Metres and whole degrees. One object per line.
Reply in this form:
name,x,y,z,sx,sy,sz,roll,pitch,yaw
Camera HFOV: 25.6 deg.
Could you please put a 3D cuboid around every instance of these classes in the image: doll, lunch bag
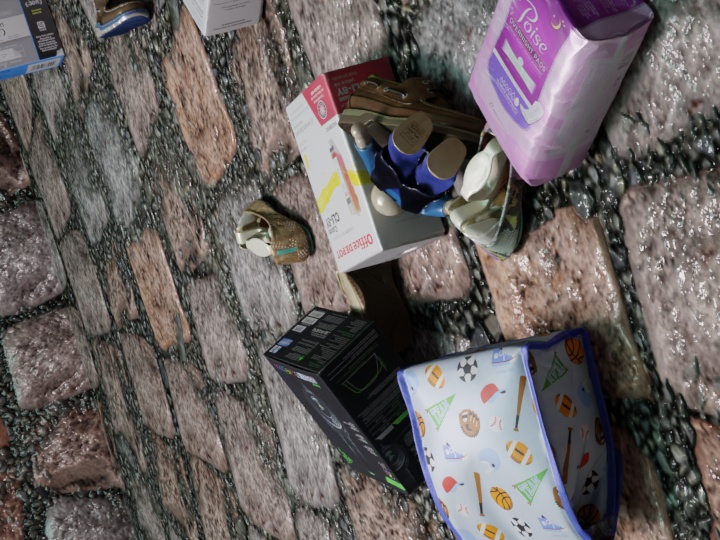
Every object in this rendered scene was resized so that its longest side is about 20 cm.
doll,0.044,-0.098,1.555,0.136,0.049,0.200,36,164,0
lunch bag,0.148,0.168,1.487,0.169,0.123,0.202,-16,87,45

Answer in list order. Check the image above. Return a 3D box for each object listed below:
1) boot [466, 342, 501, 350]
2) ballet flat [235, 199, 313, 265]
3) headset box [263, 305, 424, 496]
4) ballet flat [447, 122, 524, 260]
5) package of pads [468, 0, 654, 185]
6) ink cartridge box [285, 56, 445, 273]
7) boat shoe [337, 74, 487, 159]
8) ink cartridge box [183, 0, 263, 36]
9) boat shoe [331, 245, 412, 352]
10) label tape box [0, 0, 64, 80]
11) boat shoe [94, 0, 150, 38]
boot,0.127,0.163,1.674,0.200,0.069,0.133,-52,55,51
ballet flat,-0.130,-0.051,2.116,0.200,0.065,0.071,21,126,63
headset box,0.005,0.152,1.832,0.201,0.093,0.174,54,164,-20
ballet flat,0.120,-0.076,1.485,0.069,0.071,0.201,45,148,27
package of pads,0.160,-0.176,1.313,0.121,0.075,0.201,59,155,24
ink cartridge box,0.003,-0.111,1.726,0.145,0.083,0.202,-27,81,68
boat shoe,0.057,-0.159,1.570,0.199,0.068,0.072,16,167,44
ink cartridge box,-0.175,-0.412,1.929,0.147,0.083,0.201,59,154,30
boat shoe,0.000,0.000,1.834,0.064,0.071,0.202,5,112,66
label tape box,-0.653,-0.466,2.958,0.202,0.142,0.066,71,158,4
boat shoe,-0.378,-0.403,2.441,0.200,0.072,0.073,3,108,67
